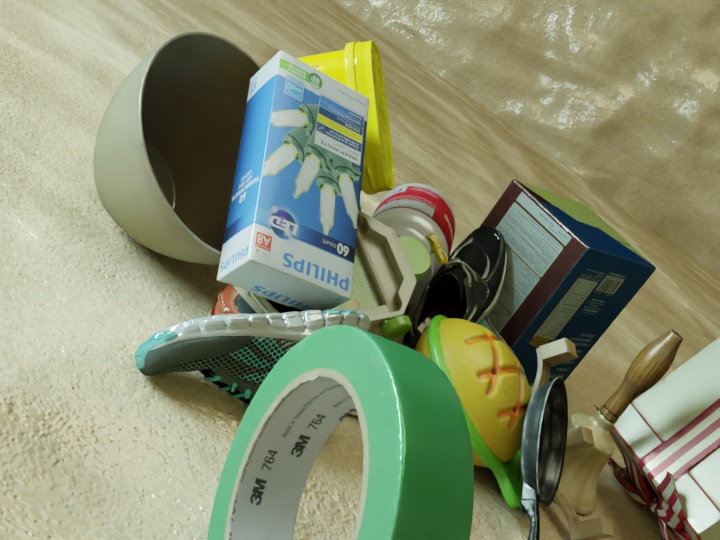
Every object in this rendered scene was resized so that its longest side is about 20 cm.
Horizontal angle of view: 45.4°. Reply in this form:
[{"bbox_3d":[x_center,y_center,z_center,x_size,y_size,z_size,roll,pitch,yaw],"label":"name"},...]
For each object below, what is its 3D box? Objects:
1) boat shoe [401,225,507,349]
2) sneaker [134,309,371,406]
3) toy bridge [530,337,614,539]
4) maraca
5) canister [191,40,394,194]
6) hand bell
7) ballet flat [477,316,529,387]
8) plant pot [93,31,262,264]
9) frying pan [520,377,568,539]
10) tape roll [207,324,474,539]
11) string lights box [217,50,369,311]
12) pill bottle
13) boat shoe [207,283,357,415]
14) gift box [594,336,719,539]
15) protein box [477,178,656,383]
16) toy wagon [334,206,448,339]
[{"bbox_3d":[0.110,0.020,0.945,0.071,0.068,0.201,25,57,19],"label":"boat shoe"},{"bbox_3d":[-0.076,0.080,0.675,0.197,0.093,0.077,-1,-8,-27],"label":"sneaker"},{"bbox_3d":[0.199,0.174,0.861,0.027,0.066,0.203,26,50,-48],"label":"toy bridge"},{"bbox_3d":[0.115,0.135,0.823,0.202,0.106,0.137,60,22,-10],"label":"maraca"},{"bbox_3d":[-0.072,-0.143,0.887,0.196,0.152,0.086,-7,-1,11],"label":"canister"},{"bbox_3d":[0.262,0.143,0.885,0.103,0.201,0.105,30,21,-13],"label":"hand bell"},{"bbox_3d":[0.135,0.100,0.969,0.070,0.071,0.202,14,42,-44],"label":"ballet flat"},{"bbox_3d":[-0.164,-0.094,0.783,0.199,0.133,0.204,24,59,-49],"label":"plant pot"},{"bbox_3d":[0.163,0.192,0.778,0.030,0.193,0.115,4,-16,26],"label":"frying pan"},{"bbox_3d":[-0.020,0.133,0.470,0.048,0.202,0.201,21,25,-28],"label":"tape roll"},{"bbox_3d":[-0.054,-0.074,0.746,0.102,0.059,0.203,21,60,-31],"label":"string lights box"},{"bbox_3d":[0.057,-0.031,1.057,0.111,0.113,0.200,34,22,-2],"label":"pill bottle"},{"bbox_3d":[-0.041,0.067,0.773,0.198,0.063,0.071,30,19,-19],"label":"boat shoe"},{"bbox_3d":[0.376,0.201,0.937,0.200,0.186,0.185,49,5,-40],"label":"gift box"},{"bbox_3d":[0.224,0.022,1.078,0.197,0.201,0.135,9,32,-49],"label":"protein box"},{"bbox_3d":[0.000,0.000,0.887,0.197,0.040,0.157,-10,64,-29],"label":"toy wagon"}]
